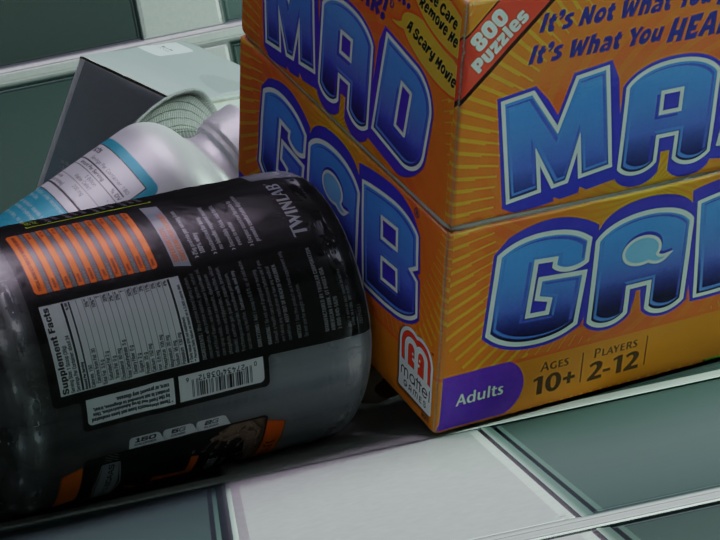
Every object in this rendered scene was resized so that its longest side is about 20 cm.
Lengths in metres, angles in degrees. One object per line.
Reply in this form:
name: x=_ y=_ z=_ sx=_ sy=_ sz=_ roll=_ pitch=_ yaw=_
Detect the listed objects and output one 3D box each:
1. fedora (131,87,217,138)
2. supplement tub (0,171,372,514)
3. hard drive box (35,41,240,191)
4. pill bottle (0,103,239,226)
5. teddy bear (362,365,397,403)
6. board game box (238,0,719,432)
fedora: x=-0.081 y=-0.005 z=1.380 sx=0.090 sy=0.178 sz=0.200 roll=12 pitch=23 yaw=23
supplement tub: x=-0.106 y=0.033 z=1.070 sx=0.199 sy=0.123 sz=0.122 roll=-13 pitch=4 yaw=-23
hard drive box: x=-0.138 y=-0.030 z=1.517 sx=0.076 sy=0.201 sz=0.156 roll=25 pitch=15 yaw=15
pill bottle: x=-0.126 y=0.001 z=1.241 sx=0.199 sy=0.111 sz=0.111 roll=-35 pitch=8 yaw=-11
teddy bear: x=-0.011 y=0.039 z=1.256 sx=0.144 sy=0.067 sz=0.200 roll=-6 pitch=-7 yaw=-29
board game box: x=0.076 y=-0.082 z=1.106 sx=0.199 sy=0.201 sz=0.200 roll=-13 pitch=34 yaw=-25
